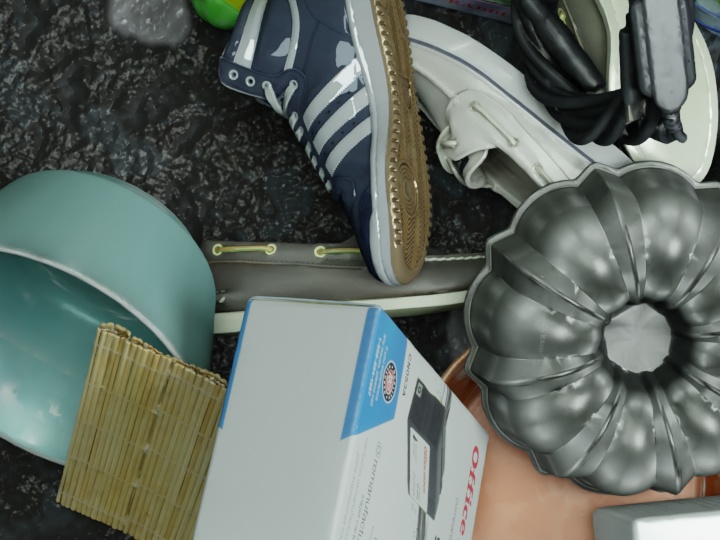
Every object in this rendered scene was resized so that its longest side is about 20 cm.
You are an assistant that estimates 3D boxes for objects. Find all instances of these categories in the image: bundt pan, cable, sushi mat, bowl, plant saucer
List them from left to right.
[{"bbox_3d":[-0.164,0.018,1.494,0.200,0.201,0.105,24,54,5],"label":"bowl"},{"bbox_3d":[-0.121,0.103,1.471,0.095,0.200,0.012,27,53,4],"label":"sushi mat"},{"bbox_3d":[0.128,0.125,1.534,0.199,0.032,0.202,0,82,2],"label":"plant saucer"},{"bbox_3d":[0.132,-0.169,1.435,0.051,0.163,0.201,-19,109,-23],"label":"cable"},{"bbox_3d":[0.160,0.040,1.463,0.200,0.076,0.203,-1,99,-4],"label":"bundt pan"}]

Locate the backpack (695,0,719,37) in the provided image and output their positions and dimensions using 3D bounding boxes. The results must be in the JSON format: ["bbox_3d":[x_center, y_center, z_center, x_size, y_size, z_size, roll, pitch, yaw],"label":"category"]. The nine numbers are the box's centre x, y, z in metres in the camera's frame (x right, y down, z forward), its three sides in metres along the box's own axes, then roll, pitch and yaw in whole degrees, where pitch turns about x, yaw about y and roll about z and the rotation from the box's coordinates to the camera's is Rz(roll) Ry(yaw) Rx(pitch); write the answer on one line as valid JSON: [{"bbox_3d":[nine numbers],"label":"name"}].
[{"bbox_3d":[0.248,-0.237,1.540,0.162,0.154,0.201,17,96,-2],"label":"backpack"}]

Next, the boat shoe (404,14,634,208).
[{"bbox_3d":[0.079,-0.078,1.533,0.200,0.072,0.066,38,70,12],"label":"boat shoe"}]

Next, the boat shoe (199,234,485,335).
[{"bbox_3d":[0.000,0.000,1.536,0.200,0.072,0.061,-7,85,3],"label":"boat shoe"}]

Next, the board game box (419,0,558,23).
[{"bbox_3d":[0.077,-0.261,1.574,0.198,0.041,0.201,12,82,-5],"label":"board game box"}]

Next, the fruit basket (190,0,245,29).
[{"bbox_3d":[-0.098,-0.256,1.541,0.155,0.216,0.217,26,83,5],"label":"fruit basket"}]

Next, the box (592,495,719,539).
[{"bbox_3d":[0.246,0.205,1.459,0.199,0.106,0.153,-4,89,-7],"label":"box"}]

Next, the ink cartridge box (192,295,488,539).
[{"bbox_3d":[-0.005,0.121,1.413,0.083,0.200,0.146,2,67,23],"label":"ink cartridge box"}]

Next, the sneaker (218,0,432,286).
[{"bbox_3d":[-0.022,-0.082,1.512,0.108,0.070,0.201,-10,76,18],"label":"sneaker"}]

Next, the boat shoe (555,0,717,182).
[{"bbox_3d":[0.158,-0.143,1.522,0.072,0.060,0.203,-21,98,-20],"label":"boat shoe"}]

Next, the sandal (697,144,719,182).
[{"bbox_3d":[0.192,-0.023,1.537,0.200,0.075,0.048,-32,108,-4],"label":"sandal"}]
